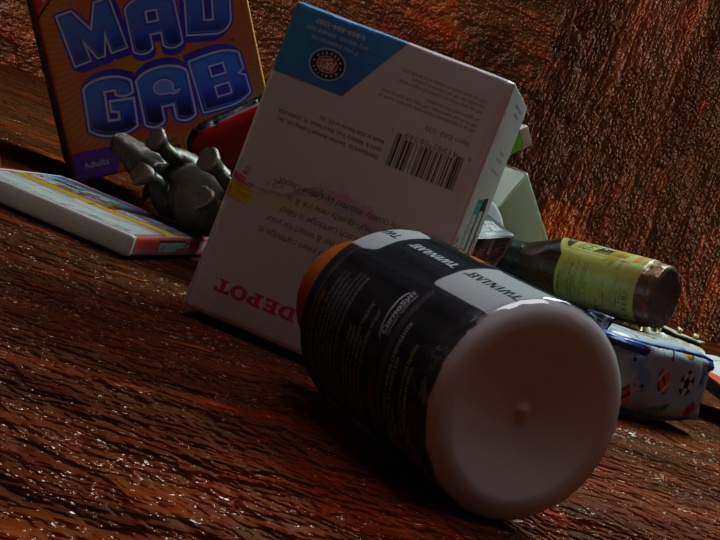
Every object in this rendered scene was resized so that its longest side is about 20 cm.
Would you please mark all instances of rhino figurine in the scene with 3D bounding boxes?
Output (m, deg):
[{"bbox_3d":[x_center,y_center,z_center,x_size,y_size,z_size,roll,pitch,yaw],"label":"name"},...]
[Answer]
[{"bbox_3d":[-0.147,-0.070,1.240,0.199,0.060,0.087,25,-13,46],"label":"rhino figurine"}]

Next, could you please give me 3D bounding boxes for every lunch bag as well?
[{"bbox_3d":[0.215,0.077,1.375,0.160,0.076,0.199,23,3,43],"label":"lunch bag"}]

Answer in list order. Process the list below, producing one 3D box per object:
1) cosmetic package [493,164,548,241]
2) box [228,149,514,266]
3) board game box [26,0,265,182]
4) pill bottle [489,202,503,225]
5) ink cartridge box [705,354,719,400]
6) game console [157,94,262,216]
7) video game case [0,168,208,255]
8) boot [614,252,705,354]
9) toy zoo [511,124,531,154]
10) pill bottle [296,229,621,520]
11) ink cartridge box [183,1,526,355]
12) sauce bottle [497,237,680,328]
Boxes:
[{"bbox_3d":[0.155,-0.031,1.725,0.103,0.073,0.201,26,-30,38],"label":"cosmetic package"},{"bbox_3d":[0.014,-0.051,1.207,0.157,0.050,0.199,39,21,22],"label":"box"},{"bbox_3d":[-0.215,-0.217,1.506,0.198,0.202,0.200,-14,14,-11],"label":"board game box"},{"bbox_3d":[0.038,-0.040,1.447,0.110,0.112,0.199,17,-5,-43],"label":"pill bottle"},{"bbox_3d":[0.418,0.123,1.690,0.200,0.057,0.162,39,-3,-25],"label":"ink cartridge box"},{"bbox_3d":[-0.088,-0.124,1.390,0.199,0.173,0.119,-28,50,-23],"label":"game console"},{"bbox_3d":[-0.207,-0.045,1.166,0.142,0.018,0.200,22,5,9],"label":"video game case"},{"bbox_3d":[0.290,0.061,1.549,0.154,0.073,0.200,24,-28,-7],"label":"boot"},{"bbox_3d":[0.042,-0.096,1.401,0.199,0.021,0.131,-28,25,-23],"label":"toy zoo"},{"bbox_3d":[0.035,0.040,0.763,0.106,0.107,0.200,19,6,-28],"label":"pill bottle"},{"bbox_3d":[0.002,-0.043,0.979,0.146,0.202,0.146,22,3,9],"label":"ink cartridge box"},{"bbox_3d":[0.205,0.003,1.447,0.199,0.067,0.066,17,1,36],"label":"sauce bottle"}]
